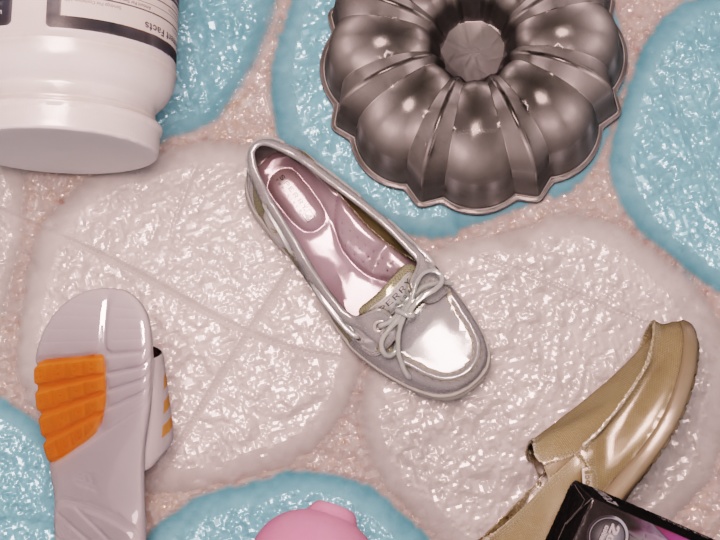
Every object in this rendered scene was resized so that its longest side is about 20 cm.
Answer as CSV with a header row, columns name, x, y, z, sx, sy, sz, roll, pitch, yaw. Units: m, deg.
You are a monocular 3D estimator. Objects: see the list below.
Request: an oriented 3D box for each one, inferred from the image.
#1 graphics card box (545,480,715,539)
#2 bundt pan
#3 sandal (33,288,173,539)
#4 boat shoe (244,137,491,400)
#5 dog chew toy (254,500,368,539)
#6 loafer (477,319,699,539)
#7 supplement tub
name,x,y,z,sx,sy,sz,roll,pitch,yaw
graphics card box,0.189,0.216,0.990,0.200,0.051,0.126,25,94,-8
bundt pan,0.070,-0.139,1.082,0.202,0.076,0.202,-1,81,4
sandal,-0.155,0.109,1.068,0.079,0.059,0.207,6,102,21
boat shoe,0.001,-0.002,1.067,0.074,0.065,0.202,-40,80,-3
dog chew toy,-0.049,0.232,1.008,0.124,0.125,0.200,19,74,7
loafer,0.136,0.110,1.033,0.067,0.076,0.200,30,83,2
supplement tub,-0.182,-0.171,1.071,0.140,0.140,0.200,1,80,4
